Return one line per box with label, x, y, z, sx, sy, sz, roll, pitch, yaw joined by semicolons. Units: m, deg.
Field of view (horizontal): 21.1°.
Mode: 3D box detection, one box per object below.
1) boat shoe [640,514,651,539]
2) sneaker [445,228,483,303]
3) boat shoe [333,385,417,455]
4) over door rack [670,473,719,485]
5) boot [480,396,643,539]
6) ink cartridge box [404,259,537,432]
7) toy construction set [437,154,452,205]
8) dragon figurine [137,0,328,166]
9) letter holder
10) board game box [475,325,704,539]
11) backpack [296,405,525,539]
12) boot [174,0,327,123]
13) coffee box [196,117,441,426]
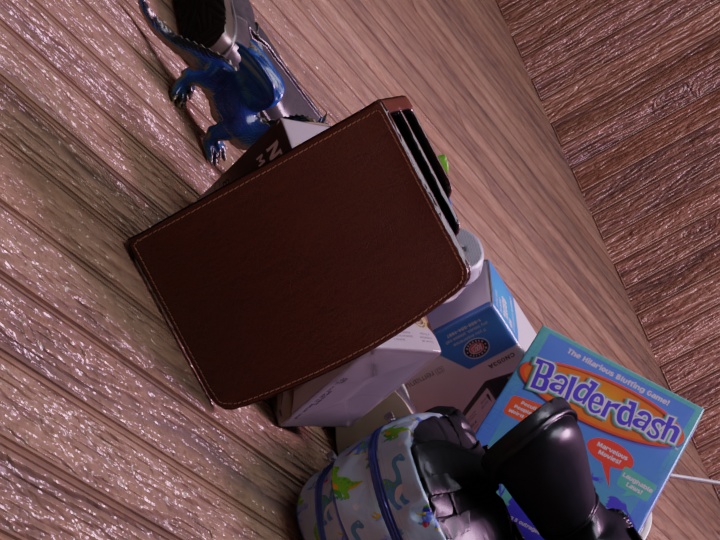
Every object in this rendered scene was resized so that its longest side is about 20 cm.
boat shoe;0.194;0.235;1.553;0.072;0.062;0.201;11;50;-14
sneaker;0.000;0.000;1.569;0.071;0.199;0.073;114;-22;-47
boat shoe;0.003;0.104;1.520;0.201;0.071;0.063;60;10;9
over door rack;0.273;0.245;1.645;0.067;0.199;0.149;137;-43;-65
boot;0.168;0.185;1.360;0.168;0.076;0.200;51;-5;20
ink cartridge box;0.099;0.114;1.689;0.200;0.144;0.084;56;15;-25
toy construction set;0.062;-0.029;1.826;0.201;0.092;0.131;65;-7;-1
dragon figurine;-0.098;-0.152;1.574;0.201;0.099;0.059;61;12;-3
letter holder;-0.030;-0.009;1.316;0.143;0.199;0.101;62;13;-1
board game box;0.166;0.154;1.538;0.200;0.151;0.045;-54;165;-38
backpack;0.038;0.179;1.372;0.200;0.153;0.164;82;-10;-83
boot;-0.089;-0.191;1.758;0.200;0.072;0.183;41;37;-41
coffee box;-0.033;0.002;1.436;0.080;0.113;0.201;5;54;-44
